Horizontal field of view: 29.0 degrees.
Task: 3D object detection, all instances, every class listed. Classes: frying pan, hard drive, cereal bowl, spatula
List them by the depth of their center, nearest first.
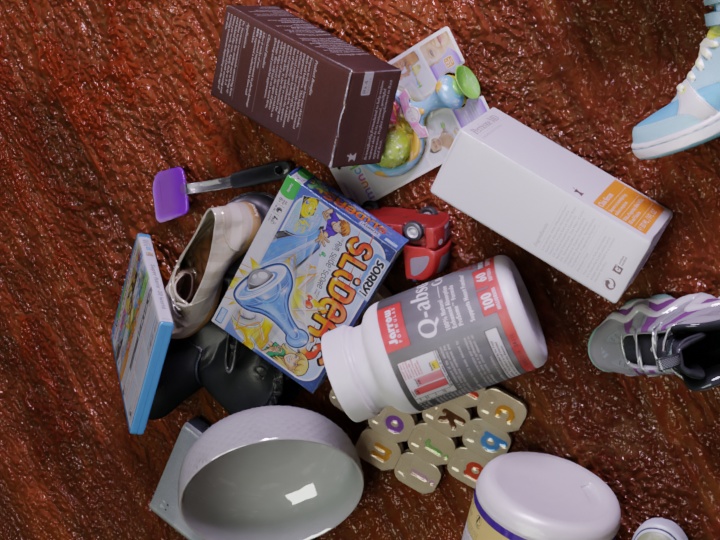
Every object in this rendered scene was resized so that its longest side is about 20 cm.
[{"bbox_3d":[-0.100,0.212,1.499,0.200,0.200,0.084,-50,36,32],"label":"cereal bowl"},{"bbox_3d":[-0.141,0.002,1.511,0.115,0.031,0.190,34,99,30],"label":"frying pan"},{"bbox_3d":[-0.156,-0.096,1.527,0.199,0.021,0.057,-10,87,30],"label":"spatula"},{"bbox_3d":[-0.146,0.283,1.632,0.200,0.033,0.140,35,119,17],"label":"hard drive"}]

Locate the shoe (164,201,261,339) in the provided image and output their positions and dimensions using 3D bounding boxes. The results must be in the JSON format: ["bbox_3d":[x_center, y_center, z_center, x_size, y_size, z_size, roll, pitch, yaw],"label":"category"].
[{"bbox_3d":[-0.175,0.000,1.484,0.070,0.053,0.200,54,128,26],"label":"shoe"}]

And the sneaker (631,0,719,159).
[{"bbox_3d":[0.304,-0.186,1.195,0.200,0.080,0.131,-27,93,24],"label":"sneaker"}]

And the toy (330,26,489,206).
[{"bbox_3d":[0.030,-0.144,1.387,0.200,0.047,0.115,-27,90,33],"label":"toy"}]

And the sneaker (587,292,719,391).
[{"bbox_3d":[0.279,0.068,1.248,0.199,0.140,0.078,-17,96,33],"label":"sneaker"}]

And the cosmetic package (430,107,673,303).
[{"bbox_3d":[0.177,-0.063,1.282,0.200,0.101,0.071,31,118,11],"label":"cosmetic package"}]

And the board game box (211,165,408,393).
[{"bbox_3d":[-0.054,0.011,1.420,0.135,0.034,0.200,34,121,7],"label":"board game box"}]

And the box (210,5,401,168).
[{"bbox_3d":[-0.057,-0.186,1.379,0.200,0.075,0.100,36,122,40],"label":"box"}]

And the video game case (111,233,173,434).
[{"bbox_3d":[-0.246,0.067,1.552,0.200,0.018,0.144,-118,41,-56],"label":"video game case"}]

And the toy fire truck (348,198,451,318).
[{"bbox_3d":[0.000,0.000,1.444,0.199,0.049,0.142,7,117,23],"label":"toy fire truck"}]

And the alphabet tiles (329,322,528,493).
[{"bbox_3d":[0.070,0.138,1.457,0.195,0.015,0.201,29,118,10],"label":"alphabet tiles"}]

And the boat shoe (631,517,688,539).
[{"bbox_3d":[0.293,0.345,1.372,0.072,0.062,0.201,5,106,29],"label":"boat shoe"}]

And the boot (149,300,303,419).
[{"bbox_3d":[-0.160,0.132,1.570,0.162,0.073,0.199,39,115,18],"label":"boot"}]

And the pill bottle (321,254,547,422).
[{"bbox_3d":[0.071,0.071,1.353,0.199,0.116,0.116,-22,94,11],"label":"pill bottle"}]

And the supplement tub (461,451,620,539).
[{"bbox_3d":[0.167,0.299,1.384,0.145,0.145,0.201,22,115,23],"label":"supplement tub"}]
